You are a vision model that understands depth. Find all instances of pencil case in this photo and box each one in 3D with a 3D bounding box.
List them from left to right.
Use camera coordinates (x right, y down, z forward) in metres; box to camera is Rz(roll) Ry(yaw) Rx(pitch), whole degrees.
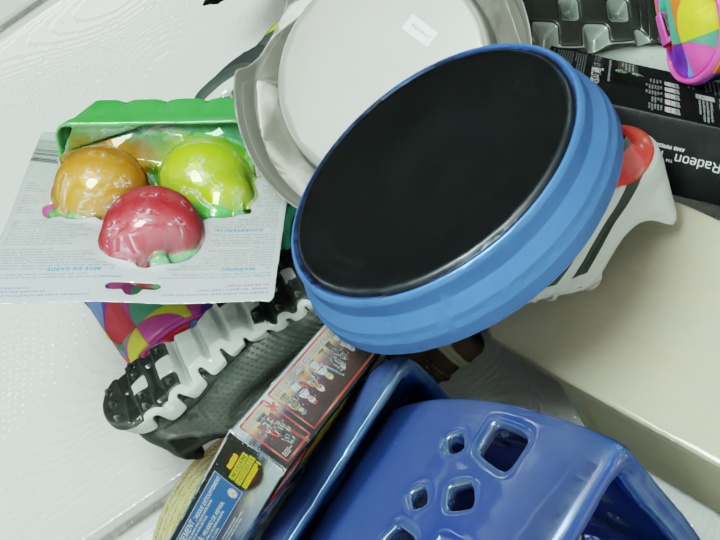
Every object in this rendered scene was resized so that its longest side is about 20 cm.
[{"bbox_3d":[-0.164,0.003,1.078,0.088,0.088,0.200,-40,56,-1],"label":"pencil case"},{"bbox_3d":[0.280,-0.174,0.941,0.199,0.089,0.089,-13,52,-23],"label":"pencil case"}]

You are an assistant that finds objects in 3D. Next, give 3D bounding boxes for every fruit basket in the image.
[{"bbox_3d":[-0.138,-0.034,0.973,0.184,0.094,0.201,-1,41,3],"label":"fruit basket"}]

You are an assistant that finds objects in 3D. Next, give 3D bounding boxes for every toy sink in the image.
[{"bbox_3d":[0.198,0.052,0.887,0.199,0.112,0.131,28,76,32],"label":"toy sink"}]

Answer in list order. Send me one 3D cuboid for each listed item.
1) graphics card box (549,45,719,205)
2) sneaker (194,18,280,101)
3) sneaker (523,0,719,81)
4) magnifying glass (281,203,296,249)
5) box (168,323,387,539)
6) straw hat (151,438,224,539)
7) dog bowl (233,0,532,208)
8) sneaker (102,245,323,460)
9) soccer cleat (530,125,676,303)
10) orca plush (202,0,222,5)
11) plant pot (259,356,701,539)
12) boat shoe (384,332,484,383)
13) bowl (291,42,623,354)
[{"bbox_3d":[0.203,-0.084,0.916,0.198,0.126,0.051,14,113,5],"label":"graphics card box"},{"bbox_3d":[-0.042,-0.166,1.140,0.199,0.075,0.085,-28,50,-3],"label":"sneaker"},{"bbox_3d":[0.194,-0.157,1.029,0.198,0.089,0.075,6,67,-2],"label":"sneaker"},{"bbox_3d":[0.028,-0.020,1.052,0.199,0.022,0.080,13,73,26],"label":"magnifying glass"},{"bbox_3d":[-0.041,0.095,0.874,0.040,0.137,0.200,35,35,5],"label":"box"},{"bbox_3d":[-0.075,0.173,0.955,0.199,0.085,0.203,-11,60,19],"label":"straw hat"},{"bbox_3d":[0.020,-0.121,0.951,0.198,0.059,0.202,-3,81,18],"label":"dog bowl"},{"bbox_3d":[-0.069,0.056,0.983,0.199,0.091,0.067,-37,40,6],"label":"sneaker"},{"bbox_3d":[0.091,-0.006,0.846,0.199,0.085,0.069,-36,35,3],"label":"soccer cleat"},{"bbox_3d":[-0.034,-0.256,1.168,0.071,0.105,0.200,39,45,1],"label":"orca plush"},{"bbox_3d":[0.056,0.177,0.834,0.179,0.200,0.201,25,76,37],"label":"plant pot"},{"bbox_3d":[-0.003,-0.002,1.007,0.075,0.075,0.203,-42,60,11],"label":"boat shoe"},{"bbox_3d":[0.047,-0.046,0.818,0.200,0.039,0.201,-26,38,22],"label":"bowl"}]
